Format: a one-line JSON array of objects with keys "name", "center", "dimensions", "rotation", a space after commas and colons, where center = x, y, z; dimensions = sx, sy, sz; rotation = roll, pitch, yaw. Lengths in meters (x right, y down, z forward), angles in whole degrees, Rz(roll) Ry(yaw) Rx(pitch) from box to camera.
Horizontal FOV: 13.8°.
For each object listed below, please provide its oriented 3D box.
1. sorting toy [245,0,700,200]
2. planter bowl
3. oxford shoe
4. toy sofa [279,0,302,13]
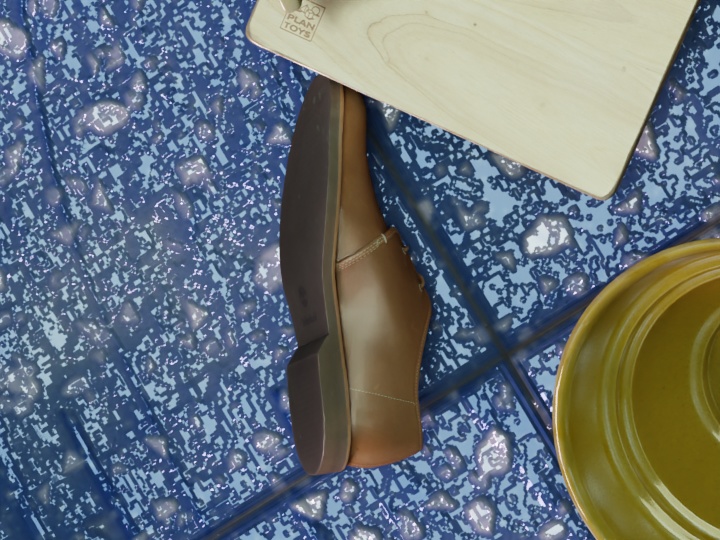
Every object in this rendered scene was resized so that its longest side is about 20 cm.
[{"name": "sorting toy", "center": [0.076, -0.165, 1.471], "dimensions": [0.199, 0.070, 0.200], "rotation": [25, 95, 9]}, {"name": "planter bowl", "center": [0.199, 0.067, 1.435], "dimensions": [0.199, 0.083, 0.202], "rotation": [8, 111, 20]}, {"name": "oxford shoe", "center": [0.000, 0.000, 1.499], "dimensions": [0.071, 0.071, 0.202], "rotation": [-3, 90, -18]}, {"name": "toy sofa", "center": [0.037, -0.205, 1.410], "dimensions": [0.199, 0.098, 0.083], "rotation": [-21, 112, 9]}]
